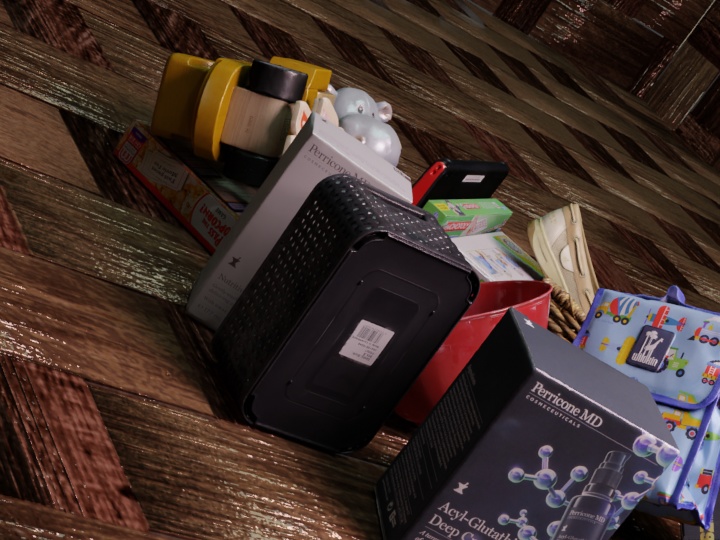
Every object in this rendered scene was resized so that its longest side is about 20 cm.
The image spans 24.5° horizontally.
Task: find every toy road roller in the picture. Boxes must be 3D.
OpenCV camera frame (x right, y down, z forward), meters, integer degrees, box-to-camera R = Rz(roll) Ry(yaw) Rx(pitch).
[{"bbox_3d":[-0.119,-0.160,1.664,0.145,0.123,0.200,18,9,12],"label":"toy road roller"}]

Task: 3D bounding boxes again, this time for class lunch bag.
[{"bbox_3d":[0.262,0.111,1.495,0.150,0.201,0.094,12,-15,34],"label":"lunch bag"}]

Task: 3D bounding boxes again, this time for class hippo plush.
[{"bbox_3d":[-0.013,-0.114,1.828,0.159,0.161,0.200,21,23,-38],"label":"hippo plush"}]

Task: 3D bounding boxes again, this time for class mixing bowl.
[{"bbox_3d":[0.087,0.081,1.534,0.200,0.199,0.109,-30,111,-71],"label":"mixing bowl"}]

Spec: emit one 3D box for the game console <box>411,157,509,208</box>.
[{"bbox_3d":[0.070,-0.053,1.801,0.031,0.177,0.200,43,19,17],"label":"game console"}]

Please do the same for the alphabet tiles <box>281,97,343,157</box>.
[{"bbox_3d":[-0.045,-0.063,1.622,0.015,0.201,0.196,2,-30,19],"label":"alphabet tiles"}]

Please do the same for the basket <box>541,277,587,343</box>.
[{"bbox_3d":[0.242,0.126,1.709,0.142,0.149,0.200,12,29,-52],"label":"basket"}]

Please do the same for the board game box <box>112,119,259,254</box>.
[{"bbox_3d":[-0.135,-0.071,1.683,0.200,0.046,0.151,44,20,25],"label":"board game box"}]

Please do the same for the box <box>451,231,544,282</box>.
[{"bbox_3d":[0.128,0.034,1.791,0.101,0.113,0.200,41,18,15],"label":"box"}]

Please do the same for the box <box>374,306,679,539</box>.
[{"bbox_3d":[0.129,0.160,1.331,0.148,0.200,0.107,29,18,-18],"label":"box"}]

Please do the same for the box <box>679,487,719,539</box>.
[{"bbox_3d":[0.334,0.215,1.602,0.051,0.201,0.158,-2,13,11],"label":"box"}]

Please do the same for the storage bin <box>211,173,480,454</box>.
[{"bbox_3d":[-0.014,0.039,1.372,0.135,0.200,0.094,23,22,-35],"label":"storage bin"}]

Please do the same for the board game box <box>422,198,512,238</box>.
[{"bbox_3d":[0.084,-0.018,1.807,0.029,0.135,0.200,41,18,18],"label":"board game box"}]

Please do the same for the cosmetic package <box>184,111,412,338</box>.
[{"bbox_3d":[-0.053,-0.025,1.462,0.113,0.200,0.081,32,18,-10],"label":"cosmetic package"}]

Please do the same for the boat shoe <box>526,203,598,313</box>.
[{"bbox_3d":[0.248,0.026,1.792,0.201,0.063,0.073,63,16,-8],"label":"boat shoe"}]
